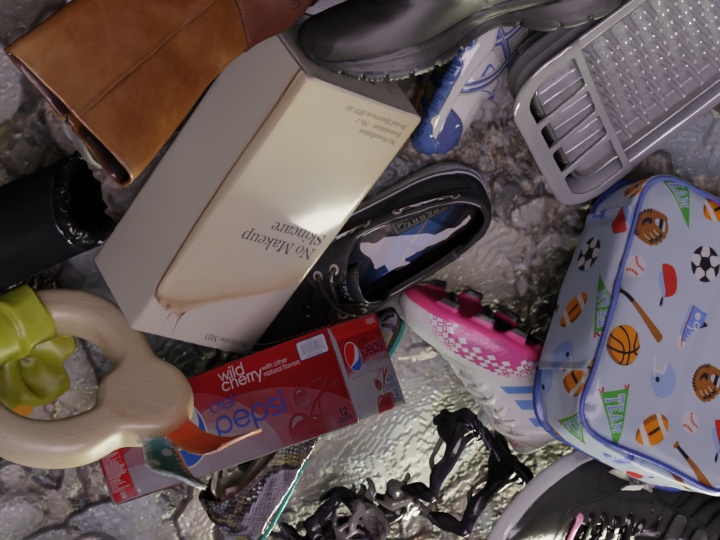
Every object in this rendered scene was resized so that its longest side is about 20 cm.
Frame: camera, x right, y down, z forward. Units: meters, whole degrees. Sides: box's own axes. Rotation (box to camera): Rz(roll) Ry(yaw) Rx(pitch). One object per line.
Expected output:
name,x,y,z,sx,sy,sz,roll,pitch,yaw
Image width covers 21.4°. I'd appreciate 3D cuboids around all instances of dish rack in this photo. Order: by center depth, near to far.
dish rack,0.181,-0.140,1.199,0.199,0.044,0.172,-36,149,2

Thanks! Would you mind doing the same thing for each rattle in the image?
rattle,-0.161,0.107,1.191,0.199,0.130,0.144,21,125,8

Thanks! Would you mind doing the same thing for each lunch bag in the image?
lunch bag,0.206,0.048,1.262,0.160,0.075,0.201,25,77,-25

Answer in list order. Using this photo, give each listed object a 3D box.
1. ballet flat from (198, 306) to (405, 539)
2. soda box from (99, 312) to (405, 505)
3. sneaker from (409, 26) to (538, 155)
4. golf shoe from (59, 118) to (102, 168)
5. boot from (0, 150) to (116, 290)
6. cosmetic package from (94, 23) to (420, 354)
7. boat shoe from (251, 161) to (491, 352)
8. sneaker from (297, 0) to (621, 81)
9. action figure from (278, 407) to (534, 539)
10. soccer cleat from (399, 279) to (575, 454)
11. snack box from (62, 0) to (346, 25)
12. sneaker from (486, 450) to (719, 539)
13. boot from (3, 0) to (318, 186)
ballet flat,-0.048,0.097,1.279,0.072,0.072,0.201,27,110,-19
soda box,-0.075,0.089,1.223,0.199,0.070,0.064,-20,88,28
sneaker,0.103,-0.152,1.201,0.088,0.075,0.201,23,108,-18
golf shoe,-0.127,-0.153,1.122,0.078,0.097,0.201,9,108,-11
boot,-0.237,-0.003,1.142,0.161,0.198,0.074,-20,104,9
cosmetic package,-0.066,-0.050,1.183,0.103,0.073,0.200,14,121,-42
boat shoe,0.000,0.000,1.251,0.199,0.066,0.070,-27,114,2
sneaker,0.055,-0.175,1.109,0.199,0.076,0.091,-19,121,-3
action figure,0.024,0.185,1.316,0.200,0.102,0.119,-41,120,6
soccer cleat,0.103,0.077,1.295,0.199,0.070,0.087,25,103,-22
snack box,-0.082,-0.165,1.191,0.199,0.024,0.072,13,111,-15
sneaker,0.179,0.173,1.289,0.199,0.099,0.071,-14,140,-40
boot,-0.125,-0.179,1.065,0.200,0.068,0.189,-44,120,-20
